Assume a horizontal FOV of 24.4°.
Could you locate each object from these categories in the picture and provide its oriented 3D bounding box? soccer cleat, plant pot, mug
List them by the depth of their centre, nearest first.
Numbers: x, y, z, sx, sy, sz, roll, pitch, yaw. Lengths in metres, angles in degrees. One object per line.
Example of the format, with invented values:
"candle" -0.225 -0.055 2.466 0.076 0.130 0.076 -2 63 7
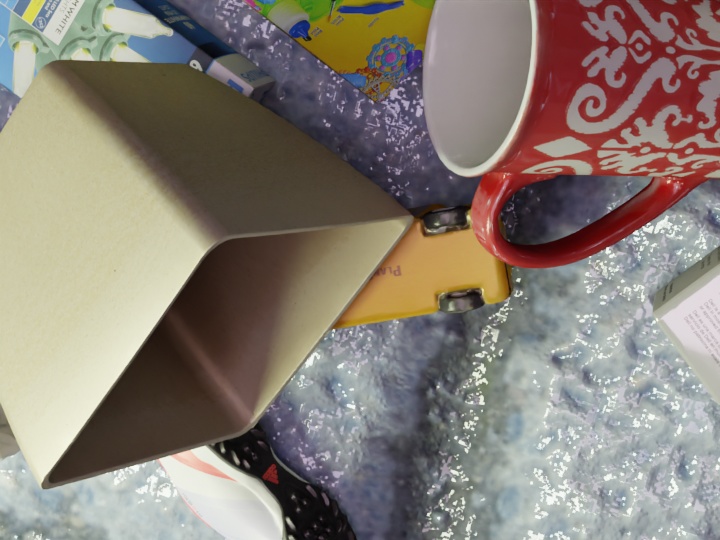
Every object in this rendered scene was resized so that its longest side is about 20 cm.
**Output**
"mug" 0.146 -0.101 0.988 0.198 0.134 0.178 2 138 -24
"plant pot" -0.127 -0.016 0.996 0.177 0.199 0.200 48 118 20
"soccer cleat" -0.072 0.167 1.151 0.200 0.068 0.073 50 129 -4

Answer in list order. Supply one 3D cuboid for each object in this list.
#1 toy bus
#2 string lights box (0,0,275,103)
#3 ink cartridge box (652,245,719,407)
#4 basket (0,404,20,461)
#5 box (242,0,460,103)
"toy bus" 0.000 0.000 1.090 0.198 0.078 0.066 -10 97 14
"string lights box" -0.168 -0.141 1.110 0.199 0.059 0.103 36 106 4
"ink cartridge box" 0.302 0.019 1.025 0.200 0.084 0.145 -38 91 16
"basket" -0.327 0.044 1.111 0.159 0.198 0.202 -9 99 18
"box" 0.002 -0.242 0.975 0.200 0.122 0.192 -43 133 15
